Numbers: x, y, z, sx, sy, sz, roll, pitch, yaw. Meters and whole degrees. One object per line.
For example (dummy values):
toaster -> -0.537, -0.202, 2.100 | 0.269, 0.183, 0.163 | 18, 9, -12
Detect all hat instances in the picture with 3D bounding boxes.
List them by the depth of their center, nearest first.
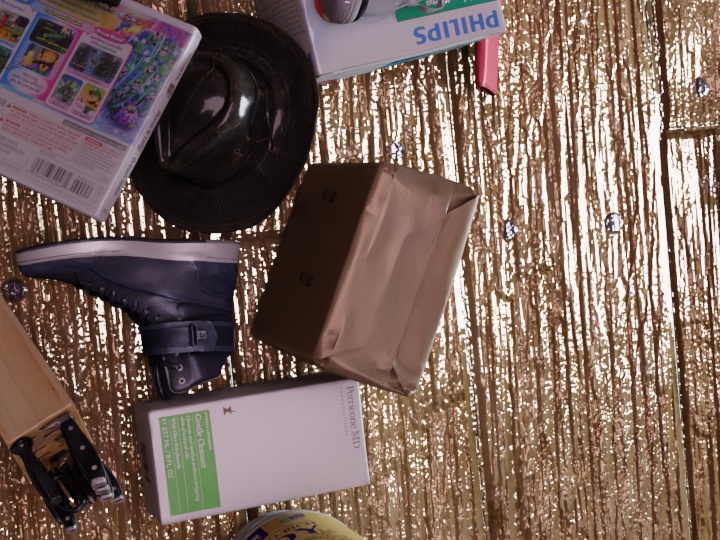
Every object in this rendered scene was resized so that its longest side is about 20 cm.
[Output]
hat -> -0.135, -0.129, 1.098 | 0.201, 0.081, 0.201 | 1, 93, 17

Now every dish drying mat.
dish drying mat -> 0.128, -0.277, 1.256 | 0.018, 0.077, 0.200 | 4, 91, 15

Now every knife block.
knife block -> -0.274, 0.117, 1.057 | 0.064, 0.176, 0.200 | -31, 103, -18

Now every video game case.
video game case -> -0.261, -0.160, 1.076 | 0.200, 0.024, 0.182 | 24, 82, 14

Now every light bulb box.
light bulb box -> 0.005, -0.288, 1.174 | 0.198, 0.125, 0.200 | -17, 97, -20

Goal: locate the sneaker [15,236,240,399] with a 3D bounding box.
sneaker -> -0.206, 0.043, 1.133 | 0.202, 0.077, 0.146 | 2, 89, -22

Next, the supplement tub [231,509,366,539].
supplement tub -> -0.042, 0.298, 1.141 | 0.145, 0.200, 0.145 | -1, 93, -22

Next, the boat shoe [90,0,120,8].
boat shoe -> -0.192, -0.281, 1.085 | 0.062, 0.075, 0.200 | 26, 38, -1

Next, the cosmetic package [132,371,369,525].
cosmetic package -> -0.101, 0.160, 1.175 | 0.200, 0.085, 0.108 | -9, 93, -19

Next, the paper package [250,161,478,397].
paper package -> 0.000, 0.000, 1.144 | 0.103, 0.200, 0.191 | 21, 85, -20

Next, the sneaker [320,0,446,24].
sneaker -> 0.021, -0.311, 1.076 | 0.115, 0.075, 0.200 | -5, 99, -20
